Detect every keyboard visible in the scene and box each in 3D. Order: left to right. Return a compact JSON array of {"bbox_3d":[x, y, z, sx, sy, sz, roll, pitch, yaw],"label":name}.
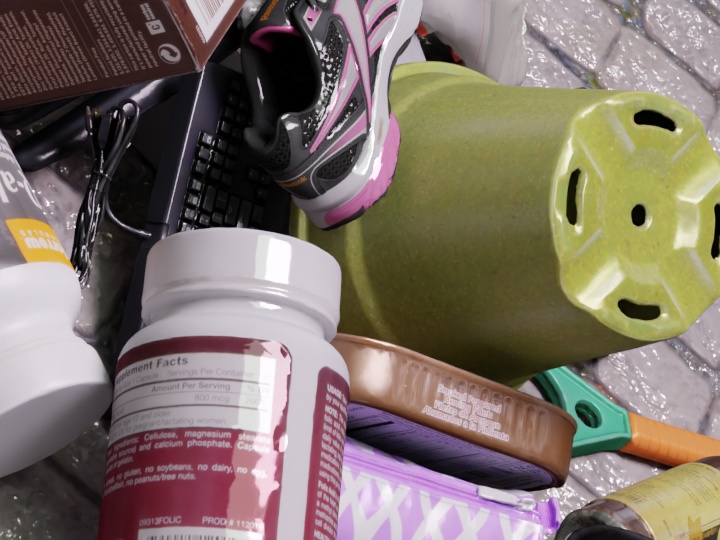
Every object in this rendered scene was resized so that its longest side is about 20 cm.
[{"bbox_3d":[-0.099,-0.015,1.543,0.127,0.021,0.200,19,74,-29],"label":"keyboard"}]

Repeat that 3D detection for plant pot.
[{"bbox_3d":[0.095,-0.022,1.575,0.200,0.184,0.201,2,86,-36],"label":"plant pot"}]

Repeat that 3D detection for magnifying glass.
[{"bbox_3d":[0.139,0.089,1.732,0.200,0.022,0.080,19,45,-29],"label":"magnifying glass"}]

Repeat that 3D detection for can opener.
[{"bbox_3d":[-0.116,-0.115,1.587,0.200,0.079,0.063,-43,120,-27],"label":"can opener"}]

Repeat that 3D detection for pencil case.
[{"bbox_3d":[0.007,0.128,1.533,0.200,0.086,0.084,18,42,-28],"label":"pencil case"}]

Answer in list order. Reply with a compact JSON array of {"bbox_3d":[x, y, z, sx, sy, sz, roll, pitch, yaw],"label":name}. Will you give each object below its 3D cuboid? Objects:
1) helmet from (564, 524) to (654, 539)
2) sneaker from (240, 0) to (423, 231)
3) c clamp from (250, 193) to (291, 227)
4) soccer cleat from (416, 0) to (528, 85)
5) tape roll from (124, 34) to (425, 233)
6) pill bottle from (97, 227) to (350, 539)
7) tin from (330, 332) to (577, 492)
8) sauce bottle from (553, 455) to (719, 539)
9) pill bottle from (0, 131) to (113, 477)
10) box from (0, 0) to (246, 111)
[{"bbox_3d":[0.183,0.217,1.527,0.200,0.191,0.200,43,35,-42],"label":"helmet"},{"bbox_3d":[-0.021,-0.128,1.558,0.086,0.080,0.200,33,46,-44],"label":"sneaker"},{"bbox_3d":[0.000,0.000,1.635,0.200,0.027,0.171,31,70,-30],"label":"c clamp"},{"bbox_3d":[0.078,-0.161,1.805,0.069,0.078,0.200,61,11,21],"label":"soccer cleat"},{"bbox_3d":[-0.057,-0.121,1.710,0.200,0.066,0.200,23,44,-24],"label":"tape roll"},{"bbox_3d":[-0.065,0.089,1.396,0.114,0.114,0.200,18,66,-29],"label":"pill bottle"},{"bbox_3d":[0.026,0.079,1.562,0.200,0.112,0.042,21,65,-32],"label":"tin"},{"bbox_3d":[0.194,0.143,1.699,0.200,0.065,0.065,-17,68,-46],"label":"sauce bottle"},{"bbox_3d":[-0.206,-0.004,1.438,0.116,0.116,0.200,-11,64,-46],"label":"pill bottle"},{"bbox_3d":[-0.161,-0.141,1.525,0.075,0.200,0.100,62,34,-27],"label":"box"}]
